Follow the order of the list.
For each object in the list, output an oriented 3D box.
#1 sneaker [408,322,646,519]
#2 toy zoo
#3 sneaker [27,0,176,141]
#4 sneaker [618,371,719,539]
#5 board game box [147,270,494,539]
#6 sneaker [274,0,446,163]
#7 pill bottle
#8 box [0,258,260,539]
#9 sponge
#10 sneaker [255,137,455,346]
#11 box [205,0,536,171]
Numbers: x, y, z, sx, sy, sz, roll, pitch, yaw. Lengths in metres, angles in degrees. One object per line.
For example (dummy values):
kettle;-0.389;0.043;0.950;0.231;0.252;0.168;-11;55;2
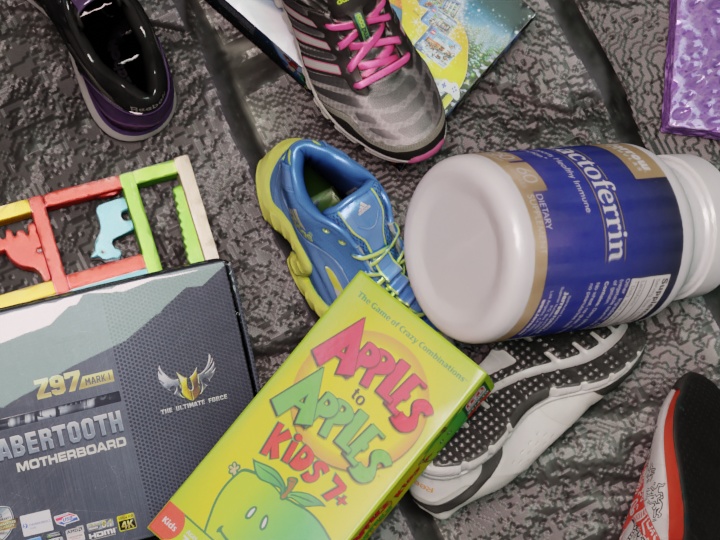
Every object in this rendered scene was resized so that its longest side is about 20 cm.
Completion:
sneaker;0.101;0.086;1.374;0.200;0.080;0.074;-29;56;-26
toy zoo;-0.187;0.015;1.365;0.199;0.020;0.132;-16;82;-10
sneaker;-0.176;-0.184;1.370;0.076;0.088;0.200;-32;85;-12
sneaker;0.186;0.161;1.364;0.067;0.108;0.202;33;40;-22
board game box;-0.023;0.111;1.282;0.101;0.048;0.200;39;86;16
sneaker;-0.008;-0.159;1.349;0.074;0.087;0.200;-28;85;-11
pill bottle;0.136;-0.021;1.339;0.199;0.116;0.116;-7;79;-37
box;-0.161;0.090;1.323;0.199;0.051;0.158;-13;95;-11
sponge;0.267;-0.184;1.461;0.111;0.030;0.201;6;79;-6
sneaker;0.000;0.000;1.351;0.076;0.105;0.200;-36;85;-12
box;-0.002;-0.183;1.419;0.200;0.038;0.137;42;77;1
